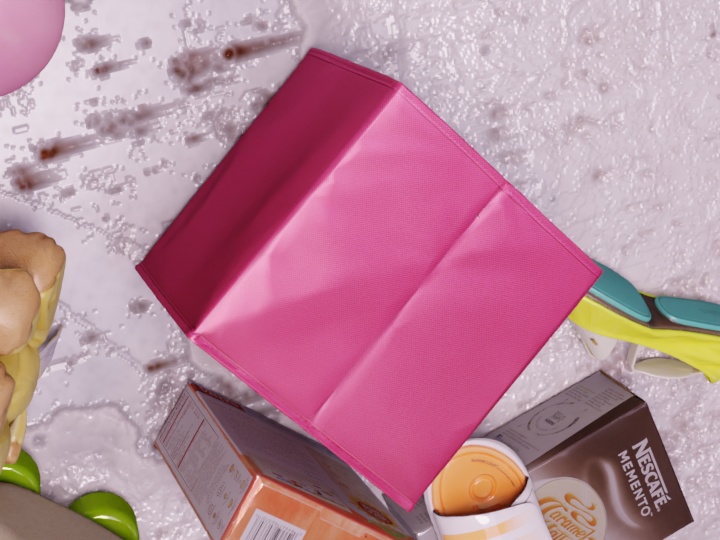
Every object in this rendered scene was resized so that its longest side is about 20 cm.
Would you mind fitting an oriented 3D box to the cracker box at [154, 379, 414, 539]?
[{"bbox_3d":[-0.052,0.152,1.098,0.133,0.200,0.058,28,94,-22],"label":"cracker box"}]

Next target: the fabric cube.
[{"bbox_3d":[0.000,0.000,1.083,0.200,0.196,0.200,40,88,-23],"label":"fabric cube"}]

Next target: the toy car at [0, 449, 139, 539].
[{"bbox_3d":[-0.241,0.252,1.091,0.157,0.164,0.201,29,105,-22],"label":"toy car"}]

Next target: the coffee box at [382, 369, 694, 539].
[{"bbox_3d":[0.134,0.179,1.232,0.199,0.080,0.115,-29,111,-10],"label":"coffee box"}]

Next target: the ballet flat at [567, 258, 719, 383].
[{"bbox_3d":[0.207,0.043,1.239,0.199,0.067,0.067,17,117,-23],"label":"ballet flat"}]

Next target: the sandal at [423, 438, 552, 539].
[{"bbox_3d":[0.108,0.215,1.157,0.079,0.059,0.208,-23,109,-11],"label":"sandal"}]

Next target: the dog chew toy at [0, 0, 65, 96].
[{"bbox_3d":[-0.274,-0.127,1.006,0.124,0.125,0.200,39,96,-22],"label":"dog chew toy"}]

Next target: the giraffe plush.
[{"bbox_3d":[-0.282,0.041,1.025,0.161,0.200,0.174,17,92,-4],"label":"giraffe plush"}]
